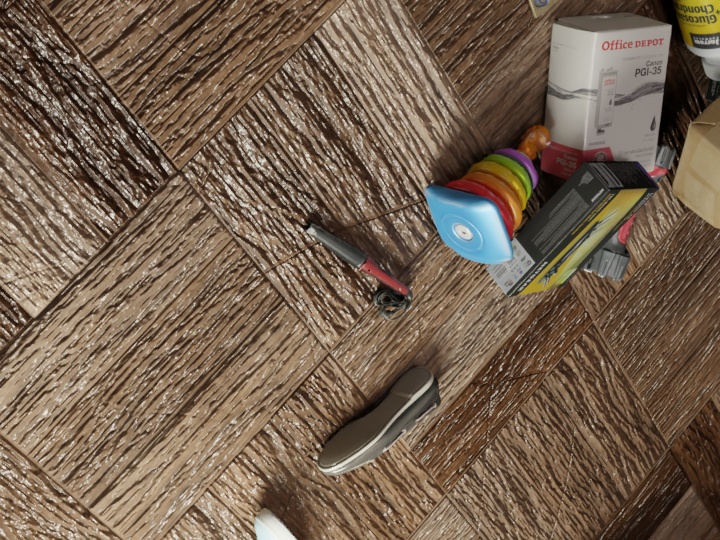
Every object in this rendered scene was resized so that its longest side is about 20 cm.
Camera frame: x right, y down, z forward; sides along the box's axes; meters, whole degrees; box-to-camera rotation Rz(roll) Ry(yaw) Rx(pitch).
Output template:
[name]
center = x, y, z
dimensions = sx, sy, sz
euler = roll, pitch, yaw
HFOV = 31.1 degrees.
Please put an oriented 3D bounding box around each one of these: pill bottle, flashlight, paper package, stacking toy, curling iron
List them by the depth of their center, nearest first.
[curling iron]
center = 0.000, 0.000, 1.589
dimensions = 0.200, 0.025, 0.050
euler = 43, 78, -39
[stacking toy]
center = 0.182, -0.115, 1.647
dimensions = 0.200, 0.115, 0.110
euler = -51, 136, -27
[pill bottle]
center = 0.483, -0.361, 1.752
dimensions = 0.112, 0.112, 0.201
euler = -40, 126, -17
[paper package]
center = 0.542, -0.183, 1.810
dimensions = 0.190, 0.103, 0.200
euler = -42, 160, -10
[flashlight]
center = 0.378, -0.085, 1.813
dimensions = 0.068, 0.067, 0.202
euler = 2, 107, -56

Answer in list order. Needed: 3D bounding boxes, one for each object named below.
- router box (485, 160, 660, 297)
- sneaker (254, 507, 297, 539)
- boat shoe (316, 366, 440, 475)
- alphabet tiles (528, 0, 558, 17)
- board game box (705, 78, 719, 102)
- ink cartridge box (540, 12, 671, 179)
[router box]
center = 0.275, -0.055, 1.670
dimensions = 0.157, 0.052, 0.200
euler = -8, 145, -53
[sneaker]
center = -0.104, 0.392, 1.635
dimensions = 0.082, 0.074, 0.201
euler = -35, 124, -24
[boat shoe]
center = 0.031, 0.207, 1.668
dimensions = 0.200, 0.067, 0.057
euler = -40, 122, -22
[alphabet tiles]
center = 0.245, -0.445, 1.611
dimensions = 0.167, 0.008, 0.201
euler = -40, 126, -18
[board game box]
center = 0.596, -0.314, 1.909
dimensions = 0.198, 0.028, 0.137
euler = -5, 110, -35
[ink cartridge box]
center = 0.321, -0.228, 1.702
dimensions = 0.145, 0.083, 0.202
euler = -11, 115, -32
